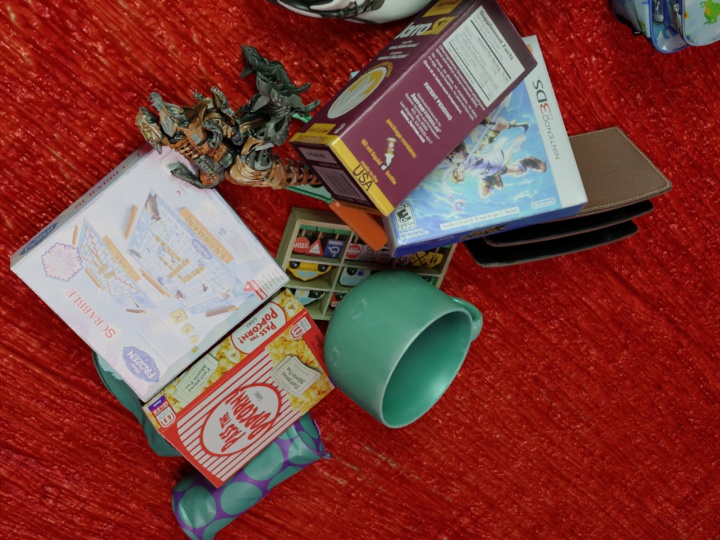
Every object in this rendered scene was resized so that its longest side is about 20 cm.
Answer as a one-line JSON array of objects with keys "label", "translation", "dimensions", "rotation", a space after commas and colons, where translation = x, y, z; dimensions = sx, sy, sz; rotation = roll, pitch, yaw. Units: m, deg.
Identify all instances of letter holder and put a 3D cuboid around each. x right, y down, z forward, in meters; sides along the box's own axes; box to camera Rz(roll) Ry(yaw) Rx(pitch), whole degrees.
[{"label": "letter holder", "translation": [0.220, -0.065, 1.107], "dimensions": [0.197, 0.143, 0.102], "rotation": [-12, 127, -12]}]

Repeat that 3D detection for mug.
[{"label": "mug", "translation": [0.040, 0.079, 1.118], "dimensions": [0.153, 0.114, 0.185], "rotation": [-59, 151, 5]}]

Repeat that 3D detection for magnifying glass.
[{"label": "magnifying glass", "translation": [-0.041, -0.092, 1.052], "dimensions": [0.080, 0.022, 0.200], "rotation": [-44, 116, 5]}]

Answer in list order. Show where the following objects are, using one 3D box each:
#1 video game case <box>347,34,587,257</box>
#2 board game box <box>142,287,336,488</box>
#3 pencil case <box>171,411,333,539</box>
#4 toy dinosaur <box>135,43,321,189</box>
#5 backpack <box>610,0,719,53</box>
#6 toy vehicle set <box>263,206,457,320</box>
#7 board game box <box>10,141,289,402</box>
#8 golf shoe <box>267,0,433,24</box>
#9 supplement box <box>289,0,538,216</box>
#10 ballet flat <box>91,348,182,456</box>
[{"label": "video game case", "translation": [0.104, -0.125, 1.004], "dimensions": [0.197, 0.183, 0.045], "rotation": [-13, 167, -9]}, {"label": "board game box", "translation": [-0.122, 0.133, 1.124], "dimensions": [0.199, 0.046, 0.152], "rotation": [-40, 143, -8]}, {"label": "pencil case", "translation": [-0.134, 0.243, 1.230], "dimensions": [0.199, 0.086, 0.092], "rotation": [-37, 149, 8]}, {"label": "toy dinosaur", "translation": [-0.109, -0.131, 0.967], "dimensions": [0.199, 0.102, 0.137], "rotation": [8, 121, -49]}, {"label": "backpack", "translation": [0.333, -0.327, 0.963], "dimensions": [0.181, 0.147, 0.201], "rotation": [-24, 126, -5]}, {"label": "toy vehicle set", "translation": [0.000, 0.000, 1.145], "dimensions": [0.198, 0.027, 0.125], "rotation": [6, 121, -24]}, {"label": "board game box", "translation": [-0.207, -0.003, 1.020], "dimensions": [0.199, 0.041, 0.201], "rotation": [-39, 117, -2]}, {"label": "golf shoe", "translation": [-0.012, -0.254, 0.922], "dimensions": [0.197, 0.095, 0.079], "rotation": [0, 123, -22]}, {"label": "supplement box", "translation": [0.046, -0.151, 0.912], "dimensions": [0.200, 0.110, 0.086], "rotation": [-46, 113, -11]}, {"label": "ballet flat", "translation": [-0.226, 0.137, 1.128], "dimensions": [0.070, 0.068, 0.201], "rotation": [3, 137, 23]}]
